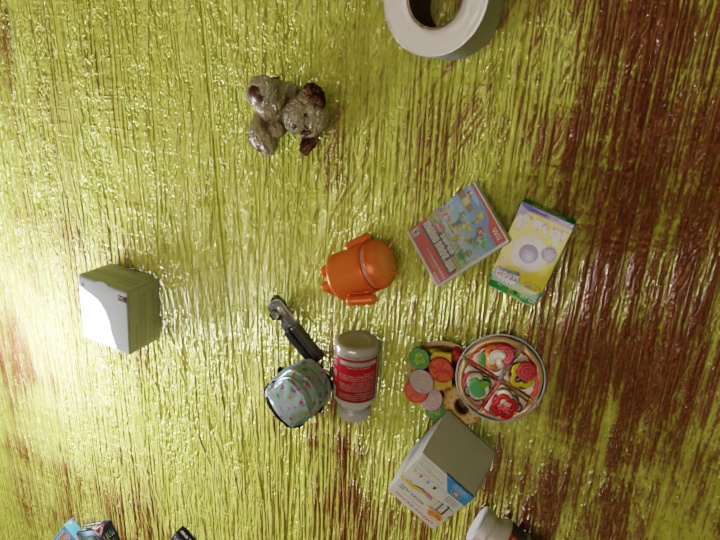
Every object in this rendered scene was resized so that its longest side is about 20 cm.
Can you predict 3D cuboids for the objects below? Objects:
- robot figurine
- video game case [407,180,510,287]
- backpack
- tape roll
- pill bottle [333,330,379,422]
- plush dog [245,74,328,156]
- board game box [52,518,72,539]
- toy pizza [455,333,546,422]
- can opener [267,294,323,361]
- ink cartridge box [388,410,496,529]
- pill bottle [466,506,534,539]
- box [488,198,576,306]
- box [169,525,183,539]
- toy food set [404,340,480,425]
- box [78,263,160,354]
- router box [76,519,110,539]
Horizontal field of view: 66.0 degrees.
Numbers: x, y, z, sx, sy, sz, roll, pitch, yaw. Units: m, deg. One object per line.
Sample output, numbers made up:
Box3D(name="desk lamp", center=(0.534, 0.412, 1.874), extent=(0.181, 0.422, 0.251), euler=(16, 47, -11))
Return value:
Box3D(name="robot figurine", center=(0.000, 0.002, 1.270), extent=(0.197, 0.145, 0.118), euler=(-20, 114, 29))
Box3D(name="video game case", center=(0.204, -0.073, 1.178), extent=(0.199, 0.017, 0.145), euler=(-36, 78, 36))
Box3D(name="backpack", center=(-0.157, 0.318, 1.428), extent=(0.167, 0.127, 0.200), euler=(46, 134, -1))
Box3D(name="tape roll", center=(0.156, -0.500, 1.023), extent=(0.198, 0.139, 0.208), euler=(8, 110, 24))
Box3D(name="pill bottle", center=(-0.012, 0.261, 1.359), extent=(0.110, 0.112, 0.205), euler=(11, 110, 22))
Box3D(name="plush dog", center=(-0.153, -0.357, 1.241), extent=(0.168, 0.162, 0.202), euler=(20, 143, 4))
Box3D(name="board game box", center=(-1.131, 1.112, 2.214), extent=(0.200, 0.045, 0.152), euler=(46, 120, 7))
Box3D(name="toy pizza", center=(0.307, 0.240, 1.215), extent=(0.195, 0.032, 0.206), euler=(2, 100, 11))
Box3D(name="can opener", center=(-0.166, 0.149, 1.442), extent=(0.053, 0.067, 0.201), euler=(-30, 105, 29))
Box3D(name="ink cartridge box", center=(0.185, 0.465, 1.284), extent=(0.146, 0.145, 0.202), euler=(37, 134, 10))
Box3D(name="pill bottle", center=(0.354, 0.665, 1.305), extent=(0.199, 0.116, 0.117), euler=(37, 118, 10))
Box3D(name="box", center=(0.343, -0.030, 1.133), extent=(0.116, 0.048, 0.204), euler=(26, 117, 18))
Box3D(name="box", center=(-0.592, 1.007, 1.916), extent=(0.199, 0.049, 0.162), euler=(42, 117, 8))
Box3D(name="toy food set", center=(0.194, 0.261, 1.296), extent=(0.194, 0.049, 0.205), euler=(3, 108, 25))
Box3D(name="box", center=(-0.712, 0.109, 1.644), extent=(0.195, 0.130, 0.205), euler=(15, 112, 21))
Box3D(name="router box", center=(-0.980, 1.060, 2.113), extent=(0.148, 0.062, 0.204), euler=(-21, 96, 31))
